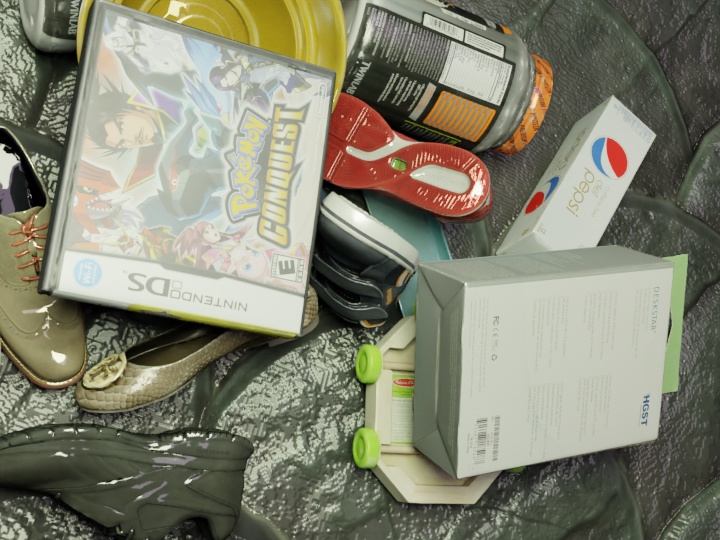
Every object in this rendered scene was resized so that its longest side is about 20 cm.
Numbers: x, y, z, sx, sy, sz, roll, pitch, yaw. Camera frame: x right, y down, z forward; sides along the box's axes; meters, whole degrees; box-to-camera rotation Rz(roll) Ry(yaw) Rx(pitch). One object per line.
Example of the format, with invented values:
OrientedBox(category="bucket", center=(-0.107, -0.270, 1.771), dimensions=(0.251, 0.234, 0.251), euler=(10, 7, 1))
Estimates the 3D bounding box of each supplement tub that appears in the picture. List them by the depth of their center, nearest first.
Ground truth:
OrientedBox(category="supplement tub", center=(-0.174, -0.242, 0.830), dimensions=(0.199, 0.122, 0.123), euler=(-6, 75, -28))
OrientedBox(category="supplement tub", center=(0.068, -0.183, 0.924), dimensions=(0.199, 0.122, 0.123), euler=(18, 66, -20))

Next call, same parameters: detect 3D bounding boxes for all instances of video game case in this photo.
OrientedBox(category="video game case", center=(-0.112, -0.066, 0.692), dimensions=(0.180, 0.025, 0.201), euler=(12, 78, -25))

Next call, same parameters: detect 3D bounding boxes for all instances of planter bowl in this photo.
OrientedBox(category="planter bowl", center=(-0.117, -0.169, 0.760), dimensions=(0.199, 0.083, 0.201), euler=(-6, 107, -22))

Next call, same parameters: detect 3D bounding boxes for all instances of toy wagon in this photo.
OrientedBox(category="toy wagon", center=(0.069, 0.096, 0.861), dimensions=(0.154, 0.040, 0.201), euler=(7, 77, -24))

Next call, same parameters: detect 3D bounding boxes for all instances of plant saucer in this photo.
OrientedBox(category="plant saucer", center=(0.047, -0.020, 0.918), dimensions=(0.070, 0.019, 0.201), euler=(-12, 78, -28))

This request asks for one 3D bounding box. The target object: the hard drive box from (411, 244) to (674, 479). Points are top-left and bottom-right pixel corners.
OrientedBox(category="hard drive box", center=(0.147, 0.068, 0.810), dimensions=(0.199, 0.077, 0.157), euler=(-4, 104, -25))

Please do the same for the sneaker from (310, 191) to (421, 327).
OrientedBox(category="sneaker", center=(0.000, 0.000, 0.793), dimensions=(0.078, 0.200, 0.080), euler=(35, 89, 16))

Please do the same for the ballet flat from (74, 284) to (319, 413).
OrientedBox(category="ballet flat", center=(-0.124, 0.051, 0.766), dimensions=(0.199, 0.067, 0.047), euler=(-21, 123, -17))

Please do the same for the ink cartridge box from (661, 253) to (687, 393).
OrientedBox(category="ink cartridge box", center=(0.236, 0.067, 0.925), dimensions=(0.199, 0.048, 0.146), euler=(-6, 105, -25))

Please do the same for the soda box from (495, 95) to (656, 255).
OrientedBox(category="soda box", center=(0.214, -0.076, 0.987), dimensions=(0.064, 0.068, 0.200), euler=(40, 60, -8))

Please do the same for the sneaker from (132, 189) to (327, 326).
OrientedBox(category="sneaker", center=(-0.091, -0.005, 0.817), dimensions=(0.082, 0.070, 0.200), euler=(49, 61, -1))

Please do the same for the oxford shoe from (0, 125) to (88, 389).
OrientedBox(category="oxford shoe", center=(-0.251, -0.010, 0.740), dimensions=(0.070, 0.075, 0.201), euler=(-20, 82, -29))

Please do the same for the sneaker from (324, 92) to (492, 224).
OrientedBox(category="sneaker", center=(0.025, -0.086, 0.889), dimensions=(0.199, 0.116, 0.079), euler=(29, 86, 18))

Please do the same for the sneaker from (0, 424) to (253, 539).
OrientedBox(category="sneaker", center=(-0.174, 0.155, 0.716), dimensions=(0.199, 0.076, 0.091), euler=(7, 80, -19))
